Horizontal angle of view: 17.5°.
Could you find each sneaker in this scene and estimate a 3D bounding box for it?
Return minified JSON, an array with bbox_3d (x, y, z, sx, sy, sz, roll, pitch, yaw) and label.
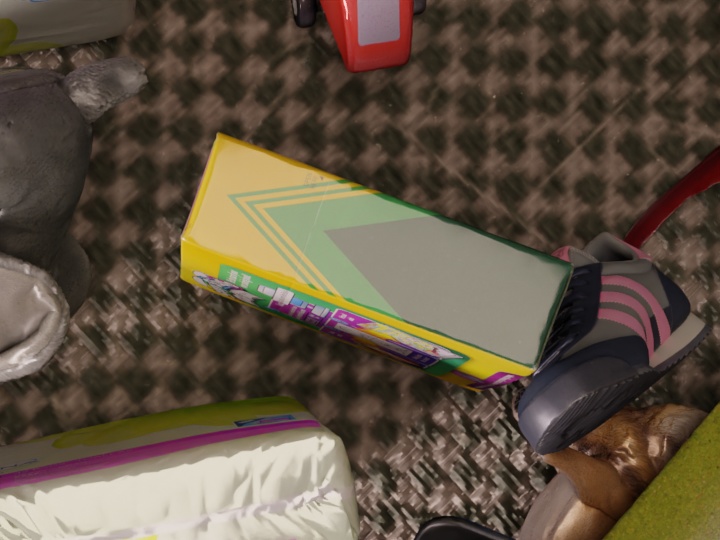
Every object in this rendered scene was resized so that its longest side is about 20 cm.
[{"bbox_3d":[0.107,0.032,1.144,0.070,0.200,0.082,-41,83,21],"label":"sneaker"}]

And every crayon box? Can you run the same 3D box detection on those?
[{"bbox_3d":[0.000,0.000,1.137,0.171,0.200,0.059,21,83,-3],"label":"crayon box"}]

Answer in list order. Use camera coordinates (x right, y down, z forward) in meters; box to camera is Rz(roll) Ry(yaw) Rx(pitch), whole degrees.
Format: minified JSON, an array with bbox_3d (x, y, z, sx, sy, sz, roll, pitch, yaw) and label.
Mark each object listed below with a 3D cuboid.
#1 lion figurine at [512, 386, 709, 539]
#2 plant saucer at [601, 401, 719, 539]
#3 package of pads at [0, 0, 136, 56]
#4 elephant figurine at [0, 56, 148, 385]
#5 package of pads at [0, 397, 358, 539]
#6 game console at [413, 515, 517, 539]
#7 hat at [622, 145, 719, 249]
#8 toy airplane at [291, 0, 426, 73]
[{"bbox_3d":[0.106,0.142,1.215,0.122,0.072,0.200,36,94,-31],"label":"lion figurine"},{"bbox_3d":[0.220,0.172,1.196,0.200,0.048,0.200,-48,115,-5],"label":"plant saucer"},{"bbox_3d":[-0.208,-0.151,1.146,0.198,0.155,0.069,-10,78,-7],"label":"package of pads"},{"bbox_3d":[-0.194,0.004,1.165,0.141,0.154,0.202,-25,114,-47],"label":"elephant figurine"},{"bbox_3d":[-0.110,0.114,1.136,0.198,0.154,0.069,-10,94,-8],"label":"package of pads"},{"bbox_3d":[0.078,0.237,1.129,0.117,0.201,0.172,-2,51,-24],"label":"game console"},{"bbox_3d":[0.225,-0.127,1.272,0.199,0.176,0.167,-23,87,-46],"label":"hat"},{"bbox_3d":[-0.006,-0.229,1.184,0.199,0.141,0.201,38,83,-3],"label":"toy airplane"}]
